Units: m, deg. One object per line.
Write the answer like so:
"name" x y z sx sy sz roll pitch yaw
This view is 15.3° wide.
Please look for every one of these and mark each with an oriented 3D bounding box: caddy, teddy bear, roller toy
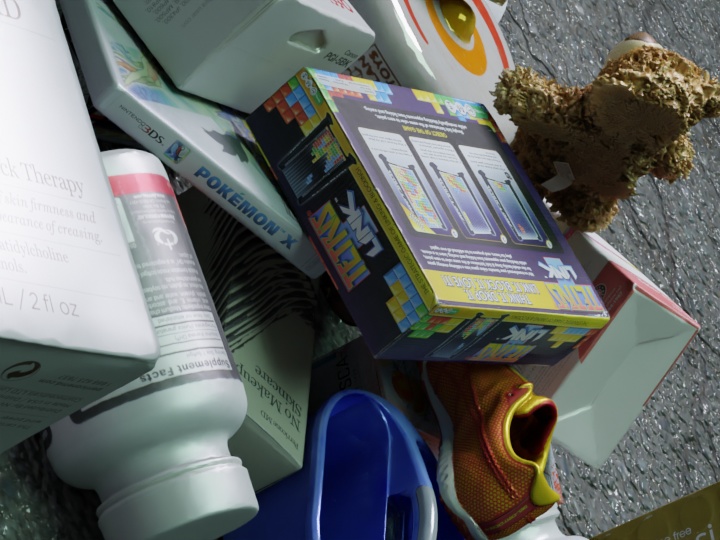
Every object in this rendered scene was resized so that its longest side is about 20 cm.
"caddy" 0.001 0.162 1.526 0.141 0.105 0.201 44 32 -33
"teddy bear" 0.149 -0.089 1.674 0.144 0.200 0.067 15 61 1
"roller toy" 0.018 -0.137 1.781 0.182 0.139 0.201 34 35 -44

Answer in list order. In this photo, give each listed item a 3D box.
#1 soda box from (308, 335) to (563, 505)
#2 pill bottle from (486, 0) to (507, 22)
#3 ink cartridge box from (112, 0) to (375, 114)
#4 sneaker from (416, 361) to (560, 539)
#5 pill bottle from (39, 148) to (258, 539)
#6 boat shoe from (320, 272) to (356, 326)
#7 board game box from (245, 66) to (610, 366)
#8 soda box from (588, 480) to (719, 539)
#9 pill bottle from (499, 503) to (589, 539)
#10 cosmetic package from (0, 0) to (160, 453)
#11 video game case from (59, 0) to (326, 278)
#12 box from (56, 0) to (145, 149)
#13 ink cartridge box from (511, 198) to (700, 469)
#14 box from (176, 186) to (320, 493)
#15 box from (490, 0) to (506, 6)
"soda box" 0.046 0.107 1.696 0.200 0.068 0.064 31 40 -47
"pill bottle" 0.016 -0.238 1.909 0.200 0.111 0.112 39 35 -38
"ink cartridge box" -0.101 -0.190 1.548 0.200 0.083 0.147 53 15 20
"sneaker" 0.081 0.086 1.597 0.073 0.077 0.200 55 14 -37
"pill bottle" -0.124 0.047 1.409 0.111 0.110 0.201 3 64 -59
"boat shoe" 0.000 0.000 1.684 0.200 0.070 0.071 -23 129 -87
"board game box" 0.042 -0.027 1.552 0.200 0.057 0.166 6 51 -56
"soda box" 0.195 0.199 1.729 0.064 0.199 0.068 29 42 -47
"pill bottle" 0.114 0.233 1.654 0.111 0.111 0.201 -5 70 -61
"cosmetic package" -0.226 -0.022 1.237 0.167 0.166 0.201 13 54 -56
"video game case" -0.101 -0.102 1.529 0.182 0.022 0.200 39 17 -35
"box" -0.130 -0.140 1.647 0.200 0.040 0.138 10 56 -57
"ink cartridge box" 0.128 0.030 1.769 0.067 0.117 0.200 31 10 -30
"box" -0.074 0.034 1.553 0.082 0.068 0.201 43 32 -32
"box" 0.006 -0.265 1.756 0.199 0.021 0.164 24 34 -27
